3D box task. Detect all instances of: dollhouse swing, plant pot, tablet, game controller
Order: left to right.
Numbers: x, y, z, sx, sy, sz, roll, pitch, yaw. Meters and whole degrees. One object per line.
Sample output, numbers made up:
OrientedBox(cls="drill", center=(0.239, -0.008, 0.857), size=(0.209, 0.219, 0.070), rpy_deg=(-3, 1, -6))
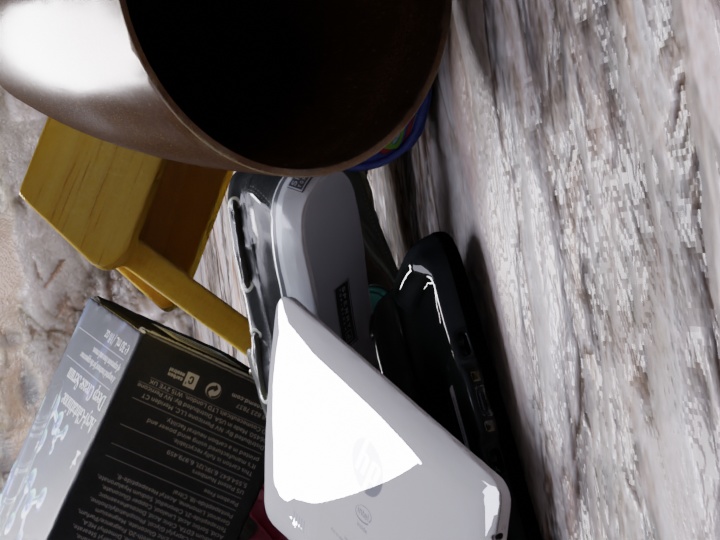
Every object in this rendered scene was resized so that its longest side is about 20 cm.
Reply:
OrientedBox(cls="plant pot", center=(-0.091, -0.129, 1.124), size=(0.200, 0.186, 0.188), rpy_deg=(-4, 94, 51))
OrientedBox(cls="dollhouse swing", center=(-0.074, -0.042, 1.353), size=(0.200, 0.175, 0.182), rpy_deg=(55, -124, -80))
OrientedBox(cls="tablet", center=(0.007, 0.109, 1.130), size=(0.200, 0.014, 0.131), rpy_deg=(39, 132, 49))
OrientedBox(cls="game controller", center=(0.049, 0.084, 1.133), size=(0.104, 0.042, 0.201), rpy_deg=(122, 139, -54))

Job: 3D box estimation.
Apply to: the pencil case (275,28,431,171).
OrientedBox(cls="pencil case", center=(-0.029, -0.131, 1.254), size=(0.078, 0.087, 0.200), rpy_deg=(-52, 35, 17))

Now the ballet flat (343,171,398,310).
OrientedBox(cls="ballet flat", center=(0.000, 0.000, 1.322), size=(0.064, 0.067, 0.201), rpy_deg=(-34, -76, -53))

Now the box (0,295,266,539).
OrientedBox(cls="box", center=(-0.139, 0.133, 1.426), size=(0.201, 0.107, 0.148), rpy_deg=(-66, 20, -1))

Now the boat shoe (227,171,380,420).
OrientedBox(cls="boat shoe", center=(-0.029, 0.038, 1.232), size=(0.069, 0.056, 0.201), rpy_deg=(-31, -57, -51))

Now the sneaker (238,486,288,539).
OrientedBox(cls="sneaker", center=(-0.066, 0.144, 1.534), size=(0.095, 0.200, 0.079), rpy_deg=(-18, 114, 45))
